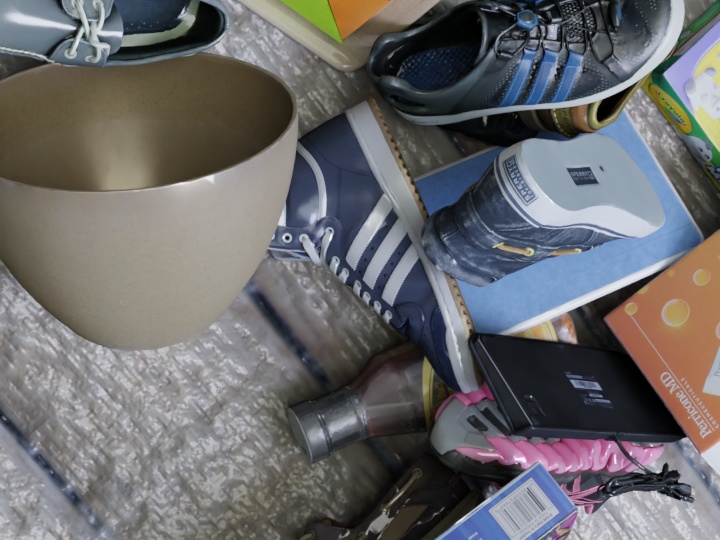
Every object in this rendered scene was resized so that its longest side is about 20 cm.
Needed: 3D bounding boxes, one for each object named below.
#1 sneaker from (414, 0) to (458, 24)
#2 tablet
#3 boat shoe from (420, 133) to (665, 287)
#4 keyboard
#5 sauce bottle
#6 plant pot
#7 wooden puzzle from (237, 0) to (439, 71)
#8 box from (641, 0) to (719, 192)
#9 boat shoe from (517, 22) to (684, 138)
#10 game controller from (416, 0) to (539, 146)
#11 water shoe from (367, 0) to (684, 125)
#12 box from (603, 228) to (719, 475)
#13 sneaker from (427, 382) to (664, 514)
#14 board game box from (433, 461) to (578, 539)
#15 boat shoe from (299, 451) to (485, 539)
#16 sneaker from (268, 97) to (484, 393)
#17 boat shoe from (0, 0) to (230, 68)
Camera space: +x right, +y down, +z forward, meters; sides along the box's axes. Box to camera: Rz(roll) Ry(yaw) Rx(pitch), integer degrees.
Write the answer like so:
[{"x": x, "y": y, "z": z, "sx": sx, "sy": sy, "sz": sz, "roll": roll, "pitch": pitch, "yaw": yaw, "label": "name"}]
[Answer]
[{"x": -0.010, "y": -0.247, "z": 0.978, "sx": 0.199, "sy": 0.078, "sz": 0.100, "roll": 32, "pitch": 69, "yaw": -17, "label": "sneaker"}, {"x": 0.121, "y": -0.032, "z": 1.028, "sx": 0.199, "sy": 0.014, "sz": 0.131, "roll": -22, "pitch": 70, "yaw": -15, "label": "tablet"}, {"x": 0.117, "y": -0.037, "z": 0.964, "sx": 0.200, "sy": 0.091, "sz": 0.071, "roll": 1, "pitch": 59, "yaw": -55, "label": "boat shoe"}, {"x": 0.150, "y": 0.097, "z": 0.959, "sx": 0.199, "sy": 0.127, "sz": 0.021, "roll": 9, "pitch": 132, "yaw": -50, "label": "keyboard"}, {"x": 0.049, "y": 0.074, "z": 1.017, "sx": 0.199, "sy": 0.066, "sz": 0.066, "roll": -24, "pitch": 100, "yaw": -13, "label": "sauce bottle"}, {"x": -0.133, "y": -0.032, "z": 0.901, "sx": 0.199, "sy": 0.200, "sz": 0.135, "roll": -11, "pitch": 120, "yaw": -16, "label": "plant pot"}, {"x": -0.029, "y": -0.209, "z": 0.910, "sx": 0.185, "sy": 0.200, "sz": 0.037, "roll": 33, "pitch": 57, "yaw": -16, "label": "wooden puzzle"}, {"x": 0.303, "y": -0.099, "z": 1.090, "sx": 0.117, "sy": 0.048, "sz": 0.200, "roll": -43, "pitch": 106, "yaw": -9, "label": "box"}, {"x": 0.187, "y": -0.166, "z": 1.019, "sx": 0.200, "sy": 0.068, "sz": 0.072, "roll": -56, "pitch": 130, "yaw": -16, "label": "boat shoe"}, {"x": 0.099, "y": -0.189, "z": 1.030, "sx": 0.104, "sy": 0.042, "sz": 0.201, "roll": 17, "pitch": 89, "yaw": -3, "label": "game controller"}, {"x": 0.102, "y": -0.138, "z": 0.942, "sx": 0.199, "sy": 0.079, "sz": 0.072, "roll": -17, "pitch": 74, "yaw": 19, "label": "water shoe"}, {"x": 0.286, "y": 0.032, "z": 1.009, "sx": 0.200, "sy": 0.125, "sz": 0.097, "roll": -39, "pitch": 145, "yaw": 9, "label": "box"}, {"x": 0.115, "y": 0.132, "z": 1.011, "sx": 0.199, "sy": 0.079, "sz": 0.096, "roll": 9, "pitch": 126, "yaw": -40, "label": "sneaker"}, {"x": 0.042, "y": 0.220, "z": 0.960, "sx": 0.200, "sy": 0.199, "sz": 0.043, "roll": -35, "pitch": 72, "yaw": -11, "label": "board game box"}, {"x": -0.008, "y": 0.198, "z": 1.014, "sx": 0.200, "sy": 0.075, "sz": 0.073, "roll": -38, "pitch": 78, "yaw": -7, "label": "boat shoe"}, {"x": 0.000, "y": 0.000, "z": 0.965, "sx": 0.108, "sy": 0.070, "sz": 0.201, "roll": -23, "pitch": 77, "yaw": 2, "label": "sneaker"}, {"x": -0.158, "y": -0.154, "z": 0.886, "sx": 0.199, "sy": 0.062, "sz": 0.073, "roll": -11, "pitch": 126, "yaw": -51, "label": "boat shoe"}]
